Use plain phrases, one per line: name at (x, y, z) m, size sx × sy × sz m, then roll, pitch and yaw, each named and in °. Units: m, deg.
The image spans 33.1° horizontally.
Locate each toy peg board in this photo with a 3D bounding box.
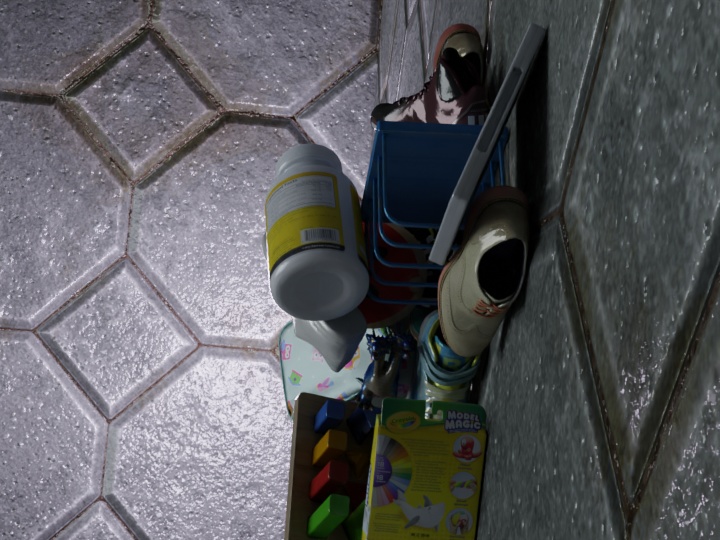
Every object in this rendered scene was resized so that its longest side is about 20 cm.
toy peg board at (0.027, 0.234, 1.388) m, size 0.098 × 0.199 × 0.200 m, roll 127°, pitch 152°, yaw -53°

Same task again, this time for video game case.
video game case at (0.119, -0.117, 1.147) m, size 0.143 × 0.017 × 0.201 m, roll 104°, pitch -169°, yaw -67°

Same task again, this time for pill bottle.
pill bottle at (-0.053, -0.049, 1.391) m, size 0.112 × 0.111 × 0.201 m, roll 99°, pitch 169°, yaw -46°

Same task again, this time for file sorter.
file sorter at (0.078, -0.057, 1.328) m, size 0.200 × 0.138 × 0.123 m, roll 102°, pitch 168°, yaw -63°

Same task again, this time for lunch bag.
lunch bag at (-0.013, 0.105, 1.567) m, size 0.199 × 0.077 × 0.161 m, roll -28°, pitch 58°, yaw 31°

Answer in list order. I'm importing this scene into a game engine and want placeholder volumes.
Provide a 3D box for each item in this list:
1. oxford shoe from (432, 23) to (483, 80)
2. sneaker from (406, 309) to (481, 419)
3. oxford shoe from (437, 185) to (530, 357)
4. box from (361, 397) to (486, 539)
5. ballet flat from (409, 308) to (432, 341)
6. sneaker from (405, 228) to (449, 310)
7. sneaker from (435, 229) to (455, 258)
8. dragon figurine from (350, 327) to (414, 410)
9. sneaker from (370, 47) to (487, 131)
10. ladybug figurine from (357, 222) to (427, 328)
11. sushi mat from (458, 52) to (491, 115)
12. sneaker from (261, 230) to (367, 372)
oxford shoe at (0.112, -0.200, 1.505) m, size 0.075 × 0.070 × 0.201 m, roll -103°, pitch 15°, yaw -56°
sneaker at (0.089, 0.133, 1.323) m, size 0.131 × 0.079 × 0.201 m, roll 108°, pitch 165°, yaw -80°
oxford shoe at (0.115, 0.018, 1.150) m, size 0.074 × 0.070 × 0.201 m, roll -93°, pitch 8°, yaw -49°
box at (0.065, 0.230, 1.268) m, size 0.048 × 0.117 × 0.201 m, roll -108°, pitch 24°, yaw -79°
ballet flat at (0.099, 0.046, 1.536) m, size 0.200 × 0.070 × 0.066 m, roll -86°, pitch -24°, yaw -57°
sneaker at (0.065, -0.028, 1.502) m, size 0.200 × 0.071 × 0.083 m, roll 51°, pitch 147°, yaw 46°
sneaker at (0.092, -0.099, 1.600) m, size 0.074 × 0.079 × 0.201 m, roll 104°, pitch 169°, yaw -52°
dragon figurine at (0.028, 0.107, 1.378) m, size 0.200 × 0.059 × 0.100 m, roll -55°, pitch -22°, yaw -89°
sneaker at (0.085, -0.203, 1.398) m, size 0.200 × 0.075 × 0.116 m, roll 25°, pitch 120°, yaw 49°
ladybug figurine at (0.000, 0.000, 1.480) m, size 0.199 × 0.072 × 0.137 m, roll 7°, pitch 83°, yaw 49°
sushi mat at (0.103, -0.170, 1.466) m, size 0.096 × 0.012 × 0.200 m, roll 64°, pitch 154°, yaw 17°
sneaker at (-0.068, 0.035, 1.450) m, size 0.200 × 0.075 × 0.089 m, roll 57°, pitch 144°, yaw 33°
